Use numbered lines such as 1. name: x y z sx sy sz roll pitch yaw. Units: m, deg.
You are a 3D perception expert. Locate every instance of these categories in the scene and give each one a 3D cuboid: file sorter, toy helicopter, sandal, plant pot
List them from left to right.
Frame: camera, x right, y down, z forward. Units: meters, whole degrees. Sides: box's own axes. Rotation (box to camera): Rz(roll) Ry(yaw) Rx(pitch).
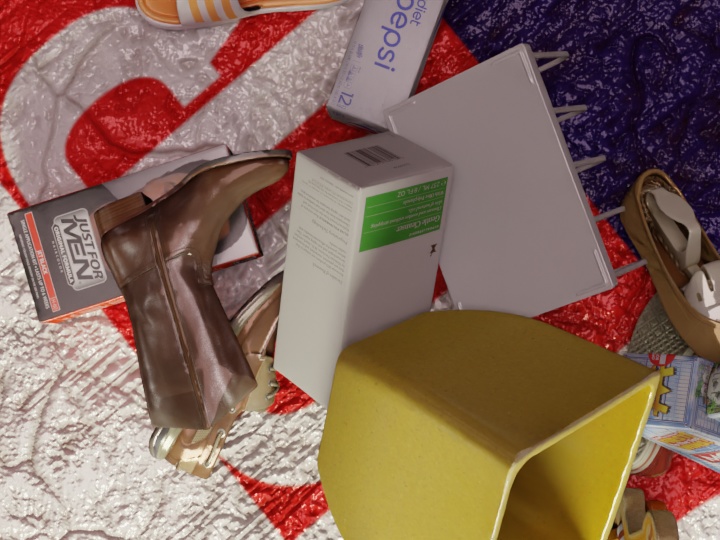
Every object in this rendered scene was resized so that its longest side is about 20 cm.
1. sandal: -0.099 -0.263 1.195 0.203 0.059 0.080 -7 88 0
2. plant pot: 0.078 0.139 1.056 0.199 0.193 0.198 31 124 33
3. file sorter: 0.135 -0.069 1.140 0.138 0.124 0.202 -22 88 31
4. toy helicopter: 0.224 0.241 1.109 0.078 0.200 0.134 3 71 0

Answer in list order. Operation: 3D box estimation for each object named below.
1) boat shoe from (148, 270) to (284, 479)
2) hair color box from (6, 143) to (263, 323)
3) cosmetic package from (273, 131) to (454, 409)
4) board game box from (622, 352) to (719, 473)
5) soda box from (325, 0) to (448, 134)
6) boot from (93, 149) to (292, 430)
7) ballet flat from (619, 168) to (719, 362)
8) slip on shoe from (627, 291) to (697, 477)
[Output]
1. boat shoe: -0.103 0.091 1.182 0.071 0.076 0.201 35 98 -2
2. hair color box: -0.193 -0.031 1.187 0.197 0.061 0.103 -18 87 -1
3. cosmetic package: 0.000 0.000 1.115 0.107 0.084 0.203 -18 125 -38
4. board game box: 0.312 0.116 1.082 0.198 0.200 0.063 20 71 -20
5. soda box: 0.035 -0.219 1.191 0.067 0.063 0.203 19 88 2
6. boot: -0.112 0.019 1.116 0.184 0.064 0.203 -21 81 13
7. ballet flat: 0.275 -0.002 1.140 0.068 0.063 0.201 -16 55 -18
8. slip on shoe: 0.271 0.087 1.188 0.061 0.074 0.202 33 76 -41
